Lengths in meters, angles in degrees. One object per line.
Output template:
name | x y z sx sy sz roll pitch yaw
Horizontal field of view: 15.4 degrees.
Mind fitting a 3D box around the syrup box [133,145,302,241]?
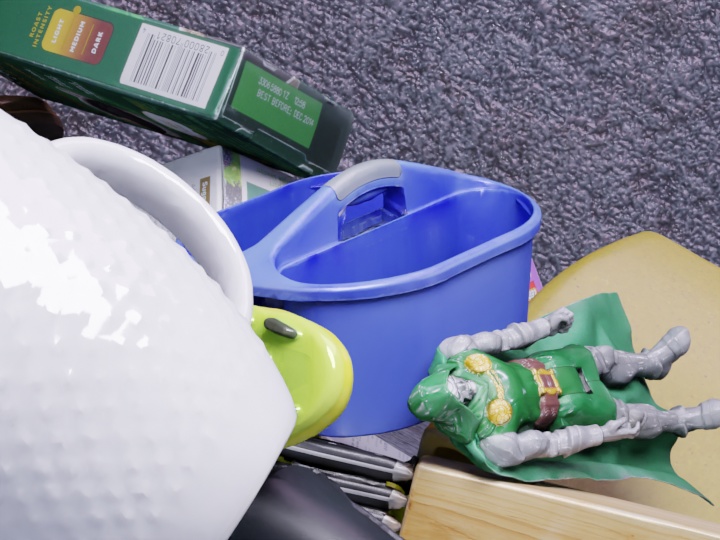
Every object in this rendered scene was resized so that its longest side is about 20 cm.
syrup box | -0.118 0.004 1.411 0.199 0.082 0.078 -18 -26 38

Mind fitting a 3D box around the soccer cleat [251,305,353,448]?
soccer cleat | -0.065 0.062 1.127 0.083 0.065 0.199 14 -26 -41

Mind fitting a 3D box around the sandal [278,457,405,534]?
sandal | 0.005 0.133 1.397 0.199 0.080 0.087 30 -2 -15

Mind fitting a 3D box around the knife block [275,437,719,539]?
knife block | 0.052 0.113 1.215 0.176 0.199 0.064 58 4 1

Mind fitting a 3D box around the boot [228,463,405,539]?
boot | 0.010 0.145 1.074 0.168 0.077 0.200 33 -4 14

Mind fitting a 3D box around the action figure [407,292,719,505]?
action figure | 0.092 0.058 1.234 0.199 0.055 0.119 -1 57 -48

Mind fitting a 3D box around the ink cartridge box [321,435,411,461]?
ink cartridge box | 0.052 0.162 1.760 0.199 0.041 0.200 29 2 0

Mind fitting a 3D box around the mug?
mug | -0.110 0.025 1.000 0.175 0.148 0.200 35 41 -4

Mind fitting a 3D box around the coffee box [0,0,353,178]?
coffee box | -0.116 -0.103 1.372 0.199 0.044 0.123 18 -5 31

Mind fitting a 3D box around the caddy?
caddy | 0.000 0.000 1.275 0.141 0.106 0.200 13 23 33

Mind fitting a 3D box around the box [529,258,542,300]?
box | -0.009 0.044 1.458 0.136 0.039 0.199 -20 2 43

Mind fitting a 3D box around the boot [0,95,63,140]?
boot | -0.263 -0.092 1.462 0.198 0.076 0.074 -2 -25 -11

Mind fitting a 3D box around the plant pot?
plant pot | 0.153 0.100 1.480 0.195 0.201 0.195 28 -28 9
